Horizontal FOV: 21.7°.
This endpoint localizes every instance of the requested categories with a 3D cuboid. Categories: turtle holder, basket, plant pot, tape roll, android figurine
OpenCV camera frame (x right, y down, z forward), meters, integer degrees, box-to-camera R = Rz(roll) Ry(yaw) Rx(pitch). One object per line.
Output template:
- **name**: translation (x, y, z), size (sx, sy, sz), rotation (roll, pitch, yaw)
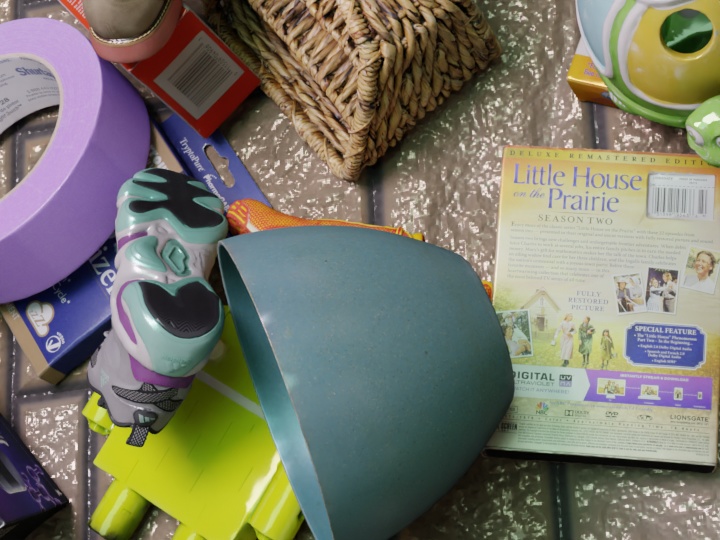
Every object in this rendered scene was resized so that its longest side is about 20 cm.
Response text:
- **turtle holder**: translation (0.191, -0.153, 1.134), size (0.141, 0.132, 0.186), rotation (12, 77, 21)
- **basket**: translation (-0.029, -0.186, 1.261), size (0.149, 0.143, 0.200), rotation (-39, 64, 3)
- **plant pot**: translation (0.012, 0.056, 1.103), size (0.135, 0.200, 0.200), rotation (-19, 66, -8)
- **tape roll**: translation (-0.248, -0.078, 1.322), size (0.200, 0.066, 0.200), rotation (-16, 54, 23)
- **android figurine**: translation (-0.097, 0.106, 1.247), size (0.182, 0.041, 0.200), rotation (31, 88, 27)

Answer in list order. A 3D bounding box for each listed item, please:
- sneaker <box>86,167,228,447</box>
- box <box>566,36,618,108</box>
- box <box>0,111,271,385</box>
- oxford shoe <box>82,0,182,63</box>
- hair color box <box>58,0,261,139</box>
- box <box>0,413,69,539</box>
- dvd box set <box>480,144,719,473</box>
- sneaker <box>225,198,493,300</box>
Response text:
- **sneaker**: translation (-0.143, 0.032, 1.227), size (0.200, 0.078, 0.140), rotation (-92, 24, -55)
- **box**: translation (0.224, -0.196, 1.230), size (0.119, 0.041, 0.200), rotation (16, 81, 24)
- **box**: translation (-0.172, -0.027, 1.324), size (0.200, 0.032, 0.121), rotation (-37, 64, 4)
- **oxford shoe**: translation (-0.139, -0.231, 1.223), size (0.070, 0.075, 0.200), rotation (-2, 53, 9)
- **hair color box**: translation (-0.169, -0.190, 1.322), size (0.064, 0.111, 0.200), rotation (-45, 57, 3)
- **box**: translation (-0.298, 0.104, 1.234), size (0.079, 0.141, 0.200), rotation (-39, 85, 3)
- **dvd box set**: translation (0.153, 0.022, 1.172), size (0.146, 0.029, 0.200), rotation (3, 73, 6)
- **sneaker**: translation (0.000, 0.000, 1.241), size (0.200, 0.073, 0.077), rotation (28, 69, 19)
